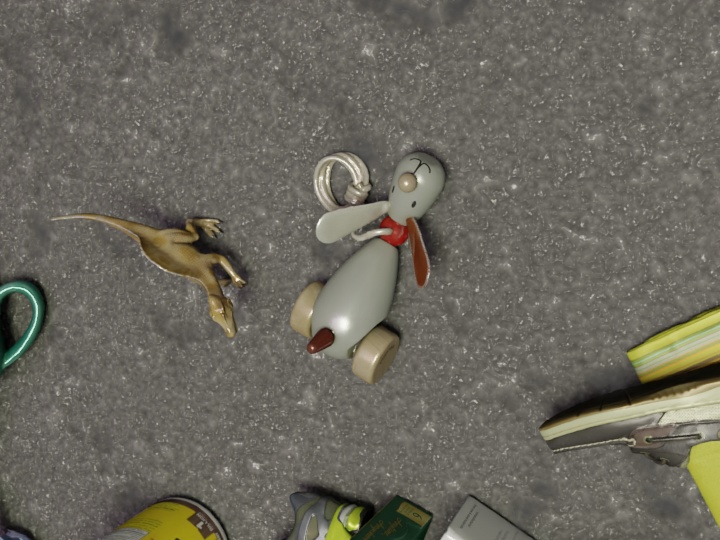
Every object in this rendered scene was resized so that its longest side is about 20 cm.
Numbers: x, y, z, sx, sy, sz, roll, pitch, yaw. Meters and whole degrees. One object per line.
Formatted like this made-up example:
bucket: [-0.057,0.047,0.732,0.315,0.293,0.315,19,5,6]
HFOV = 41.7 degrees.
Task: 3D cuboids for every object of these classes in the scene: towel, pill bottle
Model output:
towel: [0.292,0.134,0.741,0.086,0.018,0.202,-29,88,28]
pill bottle: [-0.207,0.290,0.856,0.108,0.200,0.111,3,100,20]

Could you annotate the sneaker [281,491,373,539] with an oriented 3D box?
sneaker: [-0.054,0.293,0.875,0.080,0.074,0.202,25,98,23]

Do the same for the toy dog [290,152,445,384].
toy dog: [0.000,0.000,0.790,0.130,0.096,0.203,9,101,19]

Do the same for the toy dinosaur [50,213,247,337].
toy dinosaur: [-0.170,-0.021,0.849,0.199,0.101,0.059,33,108,13]

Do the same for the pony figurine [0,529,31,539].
pony figurine: [-0.435,0.251,0.981,0.192,0.167,0.200,-35,100,29]

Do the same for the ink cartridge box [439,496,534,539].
ink cartridge box: [0.132,0.314,0.792,0.199,0.083,0.146,33,108,13]

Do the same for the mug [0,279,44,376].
mug: [-0.417,0.081,0.933,0.183,0.152,0.116,-11,97,22]

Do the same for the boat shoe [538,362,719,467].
boat shoe: [0.235,0.117,0.715,0.199,0.072,0.067,-20,87,22]

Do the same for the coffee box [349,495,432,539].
coffee box: [-0.005,0.307,0.825,0.044,0.123,0.202,25,107,19]
